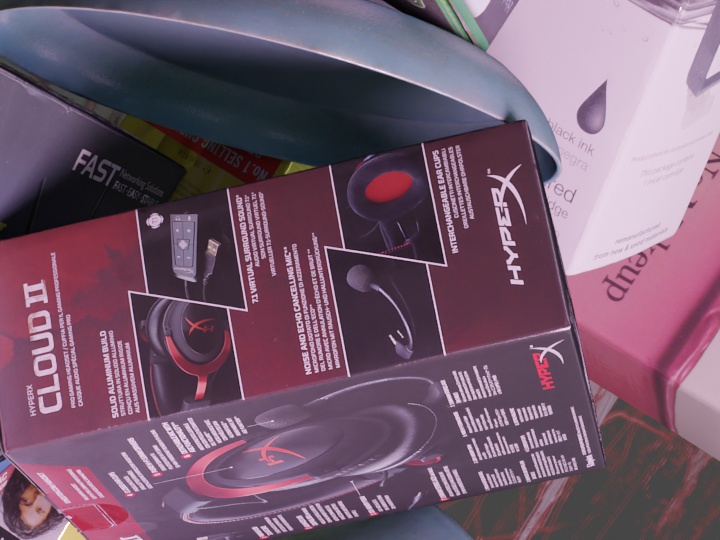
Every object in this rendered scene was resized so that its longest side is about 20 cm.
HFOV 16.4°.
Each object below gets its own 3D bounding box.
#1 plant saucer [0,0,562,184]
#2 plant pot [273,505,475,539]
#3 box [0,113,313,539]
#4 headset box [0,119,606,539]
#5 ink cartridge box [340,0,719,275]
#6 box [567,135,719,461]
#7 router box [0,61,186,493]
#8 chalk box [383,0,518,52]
[{"bbox_3d":[-0.027,-0.067,0.832,0.200,0.199,0.028,32,70,-70],"label":"plant saucer"},{"bbox_3d":[-0.018,0.200,1.101,0.188,0.200,0.200,-35,153,-17],"label":"plant pot"},{"bbox_3d":[-0.091,0.020,0.964,0.200,0.075,0.050,-57,160,-2],"label":"box"},{"bbox_3d":[-0.027,0.033,0.822,0.199,0.075,0.149,-13,157,6],"label":"headset box"},{"bbox_3d":[0.076,-0.122,0.899,0.085,0.145,0.201,-19,137,-52],"label":"ink cartridge box"},{"bbox_3d":[0.143,-0.011,1.281,0.128,0.200,0.109,-55,160,-10],"label":"box"},{"bbox_3d":[-0.150,-0.001,0.809,0.150,0.062,0.200,-61,160,1],"label":"router box"},{"bbox_3d":[0.014,-0.160,0.772,0.124,0.200,0.125,-58,161,-4],"label":"chalk box"}]
